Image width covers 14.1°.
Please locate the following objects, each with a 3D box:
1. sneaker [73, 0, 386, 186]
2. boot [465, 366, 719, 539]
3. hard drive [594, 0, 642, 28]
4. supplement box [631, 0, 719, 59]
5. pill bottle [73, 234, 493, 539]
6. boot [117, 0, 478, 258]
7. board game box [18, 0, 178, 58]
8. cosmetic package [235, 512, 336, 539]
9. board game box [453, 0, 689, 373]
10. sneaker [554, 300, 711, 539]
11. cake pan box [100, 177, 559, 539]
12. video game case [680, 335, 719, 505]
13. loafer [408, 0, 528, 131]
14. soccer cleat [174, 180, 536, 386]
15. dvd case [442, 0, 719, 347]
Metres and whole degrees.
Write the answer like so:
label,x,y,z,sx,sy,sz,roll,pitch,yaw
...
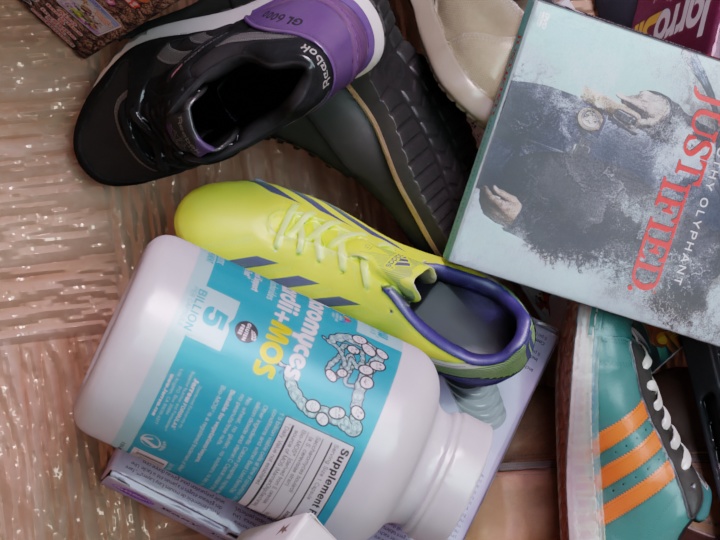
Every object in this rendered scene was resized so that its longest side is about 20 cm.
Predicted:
label,x,y,z,sx,sy,sz,roll,pitch,yaw
sneaker,-0.086,-0.087,1.492,0.076,0.200,0.088,55,37,-12
boot,0.148,0.147,1.631,0.200,0.068,0.189,-5,86,-21
hard drive,0.211,-0.139,1.701,0.135,0.042,0.200,-16,90,-23
supplement box,0.226,-0.164,1.617,0.103,0.131,0.200,19,77,-17
pill bottle,-0.036,0.069,1.480,0.200,0.111,0.111,25,75,-6
boot,-0.027,-0.076,1.570,0.200,0.138,0.077,61,33,-15
board game box,-0.102,-0.213,1.499,0.097,0.200,0.159,42,72,-12
cosmetic package,-0.002,0.229,1.464,0.200,0.085,0.108,45,63,-11
board game box,0.124,-0.040,1.638,0.126,0.035,0.200,-38,97,-40
sneaker,0.148,0.098,1.573,0.080,0.071,0.200,-2,100,-2
cake pan box,-0.019,0.072,1.566,0.200,0.052,0.184,26,73,-6
video game case,0.276,0.109,1.659,0.200,0.025,0.181,0,72,-40
loafer,0.061,-0.158,1.581,0.068,0.200,0.076,-34,139,15
soccer cleat,0.001,-0.001,1.515,0.200,0.084,0.065,25,74,-5
dvd case,0.159,-0.044,1.518,0.200,0.022,0.146,18,95,-12
